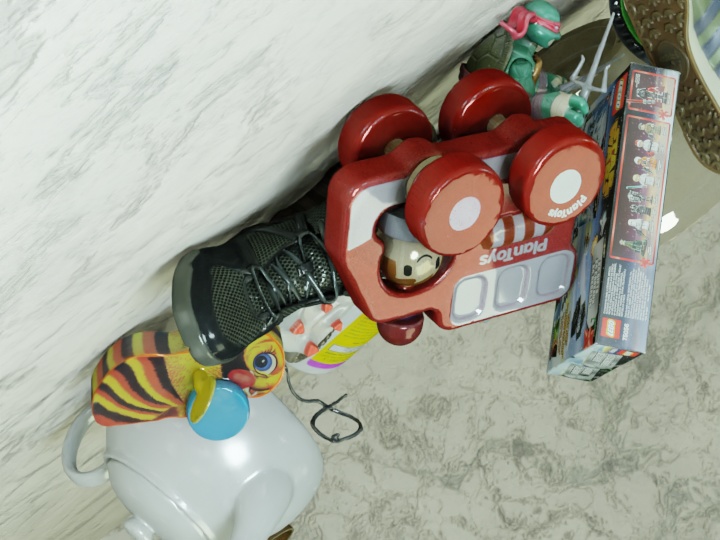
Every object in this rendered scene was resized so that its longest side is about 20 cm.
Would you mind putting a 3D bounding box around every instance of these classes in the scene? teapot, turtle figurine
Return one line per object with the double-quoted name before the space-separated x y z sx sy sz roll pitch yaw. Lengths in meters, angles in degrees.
"teapot" -0.139 0.155 1.596 0.146 0.197 0.200 -48 179 -17
"turtle figurine" 0.115 -0.123 1.453 0.201 0.100 0.150 -59 179 20

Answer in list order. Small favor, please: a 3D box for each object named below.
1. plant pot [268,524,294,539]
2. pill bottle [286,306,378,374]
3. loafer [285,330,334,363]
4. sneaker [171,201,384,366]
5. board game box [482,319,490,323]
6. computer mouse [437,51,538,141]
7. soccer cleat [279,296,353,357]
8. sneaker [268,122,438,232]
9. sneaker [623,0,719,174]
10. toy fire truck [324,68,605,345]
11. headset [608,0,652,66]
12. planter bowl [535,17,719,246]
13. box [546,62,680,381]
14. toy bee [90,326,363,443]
"plant pot" -0.249 0.438 3.454 0.186 0.200 0.187 -40 167 -11
"pill bottle" 0.000 0.000 1.734 0.200 0.105 0.104 -41 175 38
"loafer" -0.029 -0.013 1.635 0.201 0.068 0.076 -59 165 26
"sneaker" -0.053 0.002 1.346 0.113 0.077 0.199 -19 -173 23
"board game box" 0.144 -0.073 1.844 0.200 0.148 0.064 -40 -175 22
"computer mouse" 0.092 -0.123 1.702 0.059 0.034 0.200 -35 175 -45
"soccer cleat" 0.001 -0.012 1.546 0.199 0.078 0.070 -35 136 -12
"sneaker" -0.011 -0.041 1.467 0.199 0.071 0.076 -34 -167 38
"sneaker" 0.249 -0.176 1.403 0.089 0.202 0.067 -30 -166 -28
"toy fire truck" 0.067 -0.029 1.334 0.199 0.112 0.169 -16 127 -28
"headset" 0.260 -0.241 1.448 0.094 0.123 0.201 -81 -163 -56
"planter bowl" 0.195 -0.114 1.593 0.199 0.135 0.201 -31 -157 15
"box" 0.178 -0.031 1.409 0.137 0.039 0.202 127 -28 -77
"toy bee" -0.100 0.062 1.475 0.198 0.131 0.110 -8 120 -29
